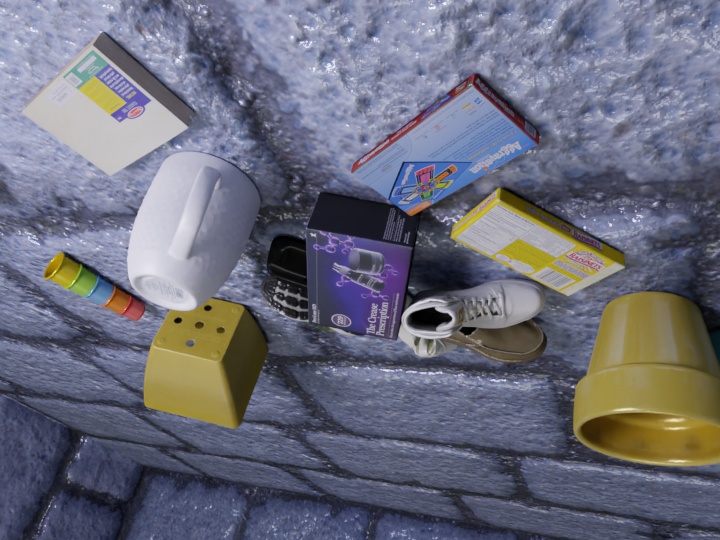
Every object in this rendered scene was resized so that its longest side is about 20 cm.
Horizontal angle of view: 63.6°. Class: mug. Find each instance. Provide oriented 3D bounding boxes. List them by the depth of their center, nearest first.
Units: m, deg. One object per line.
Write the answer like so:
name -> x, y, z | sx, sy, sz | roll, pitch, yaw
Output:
mug -> -0.219, -0.054, 0.755 | 0.147, 0.176, 0.200 | 23, 148, -13

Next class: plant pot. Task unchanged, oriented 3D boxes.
plant pot -> 0.397, 0.141, 0.791 | 0.199, 0.190, 0.201 | 10, 149, 6
plant pot -> -0.305, 0.158, 1.139 | 0.198, 0.201, 0.177 | 12, 137, 4

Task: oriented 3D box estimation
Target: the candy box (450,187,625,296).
candy box -> 0.226, -0.031, 0.745 | 0.199, 0.027, 0.102 | 25, 145, -16

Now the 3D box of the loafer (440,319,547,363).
loafer -> 0.194, 0.092, 0.910 | 0.198, 0.077, 0.068 | 10, 155, 8

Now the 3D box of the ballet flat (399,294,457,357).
ballet flat -> 0.100, 0.109, 0.988 | 0.069, 0.070, 0.200 | -11, 141, 36

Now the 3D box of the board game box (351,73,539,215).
board game box -> 0.088, -0.130, 0.653 | 0.103, 0.020, 0.200 | 33, 145, -25

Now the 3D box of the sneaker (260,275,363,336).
sneaker -> -0.083, 0.070, 1.005 | 0.199, 0.077, 0.089 | 24, 157, -10

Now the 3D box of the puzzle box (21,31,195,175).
puzzle box -> -0.313, -0.194, 0.717 | 0.199, 0.026, 0.133 | -14, 138, 39

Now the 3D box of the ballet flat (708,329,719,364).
ballet flat -> 0.550, 0.102, 0.786 | 0.065, 0.071, 0.200 | 12, 156, -24

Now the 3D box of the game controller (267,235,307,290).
game controller -> -0.051, 0.004, 0.922 | 0.199, 0.042, 0.105 | 18, 135, -6

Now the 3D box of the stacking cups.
stacking cups -> -0.526, 0.039, 1.163 | 0.060, 0.061, 0.200 | -10, 145, 35

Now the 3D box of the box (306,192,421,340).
box -> 0.000, 0.000, 0.813 | 0.140, 0.079, 0.201 | 12, 139, 8

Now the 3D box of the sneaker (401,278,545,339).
sneaker -> 0.158, 0.060, 0.816 | 0.199, 0.074, 0.116 | -8, -172, 18
